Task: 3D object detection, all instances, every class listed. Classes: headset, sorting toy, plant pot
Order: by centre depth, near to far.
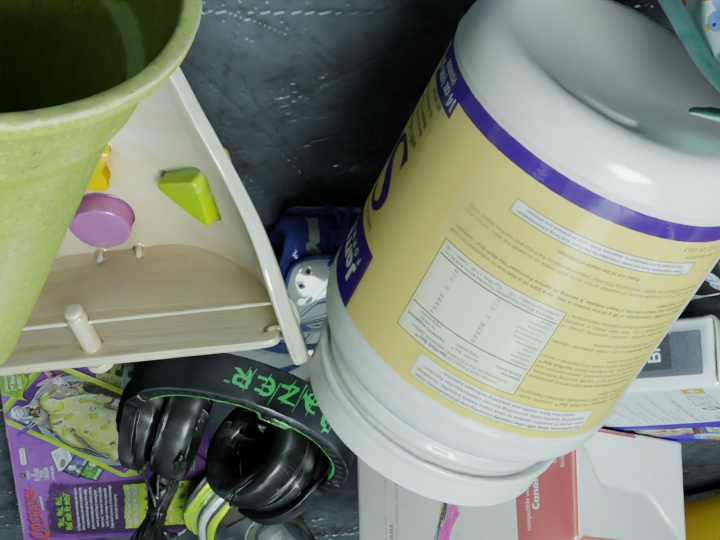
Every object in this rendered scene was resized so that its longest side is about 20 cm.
[{"bbox_3d":[-0.177,-0.052,0.611,0.200,0.201,0.185,6,134,-18],"label":"plant pot"},{"bbox_3d":[-0.135,-0.042,0.744,0.199,0.107,0.180,-6,132,8],"label":"sorting toy"},{"bbox_3d":[-0.082,0.104,0.882,0.123,0.094,0.200,26,154,-16],"label":"headset"}]

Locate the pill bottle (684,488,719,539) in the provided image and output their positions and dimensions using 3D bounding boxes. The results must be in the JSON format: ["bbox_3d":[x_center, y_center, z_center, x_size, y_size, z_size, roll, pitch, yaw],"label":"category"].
[{"bbox_3d":[0.242,0.211,1.129,0.199,0.111,0.111,-14,143,6],"label":"pill bottle"}]

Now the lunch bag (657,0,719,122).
[{"bbox_3d":[0.211,-0.098,0.645,0.170,0.201,0.122,16,131,-31],"label":"lunch bag"}]

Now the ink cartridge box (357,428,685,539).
[{"bbox_3d":[0.078,0.138,0.966,0.199,0.068,0.116,-13,161,40],"label":"ink cartridge box"}]

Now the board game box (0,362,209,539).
[{"bbox_3d":[-0.151,0.100,0.974,0.119,0.032,0.200,-6,142,-11],"label":"board game box"}]

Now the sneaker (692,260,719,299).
[{"bbox_3d":[0.165,-0.006,0.866,0.072,0.073,0.200,16,137,-32],"label":"sneaker"}]

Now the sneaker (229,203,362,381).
[{"bbox_3d":[0.000,0.000,0.836,0.199,0.076,0.088,-24,140,17],"label":"sneaker"}]

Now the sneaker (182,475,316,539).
[{"bbox_3d":[-0.058,0.197,1.052,0.074,0.081,0.200,-39,149,-13],"label":"sneaker"}]

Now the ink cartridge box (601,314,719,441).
[{"bbox_3d":[0.123,0.069,0.913,0.199,0.044,0.198,-7,165,22],"label":"ink cartridge box"}]

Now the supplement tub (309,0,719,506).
[{"bbox_3d":[0.071,-0.008,0.713,0.145,0.146,0.200,12,127,-25],"label":"supplement tub"}]
